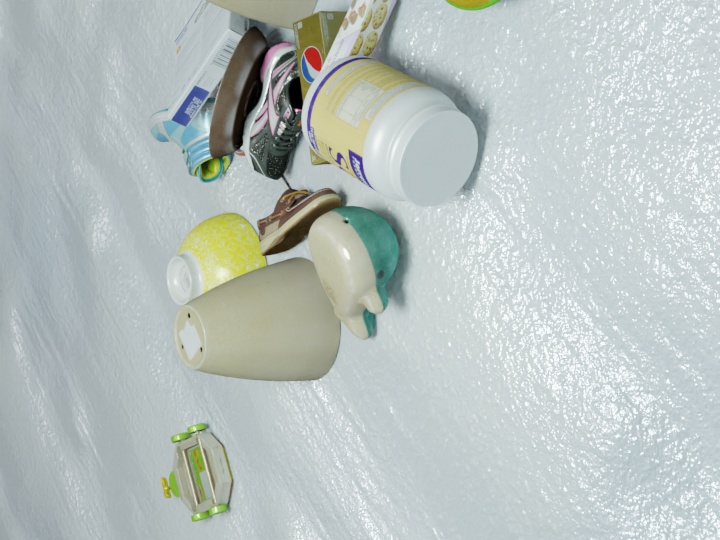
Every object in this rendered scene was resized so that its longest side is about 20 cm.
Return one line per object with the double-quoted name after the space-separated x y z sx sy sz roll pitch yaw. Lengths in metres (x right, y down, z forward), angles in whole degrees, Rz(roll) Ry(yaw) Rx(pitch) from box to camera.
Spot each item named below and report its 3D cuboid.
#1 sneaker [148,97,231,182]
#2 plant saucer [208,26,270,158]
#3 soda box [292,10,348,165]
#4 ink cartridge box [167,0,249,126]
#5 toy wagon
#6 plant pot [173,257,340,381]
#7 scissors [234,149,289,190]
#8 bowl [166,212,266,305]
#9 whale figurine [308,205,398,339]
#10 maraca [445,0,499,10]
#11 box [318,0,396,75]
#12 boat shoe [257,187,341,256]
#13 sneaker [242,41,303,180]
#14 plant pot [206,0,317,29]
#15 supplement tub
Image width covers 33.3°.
-0.280 -0.201 1.962 0.200 0.079 0.131 -10 87 54 "sneaker"
-0.170 -0.254 1.756 0.032 0.200 0.201 20 119 6 "plant saucer"
-0.037 -0.248 1.647 0.068 0.064 0.201 -8 90 53 "soda box"
-0.231 -0.352 1.854 0.200 0.041 0.200 -47 32 37 "ink cartridge box"
-0.290 0.357 2.107 0.200 0.039 0.156 -31 71 51 "toy wagon"
-0.164 0.085 1.761 0.187 0.199 0.188 14 108 50 "plant pot"
-0.146 -0.179 1.843 0.200 0.014 0.073 42 127 42 "scissors"
-0.245 0.011 1.930 0.200 0.107 0.201 14 108 51 "bowl"
0.000 0.000 1.637 0.159 0.104 0.200 44 153 39 "whale figurine"
0.144 -0.371 1.353 0.200 0.107 0.138 -16 91 53 "maraca"
-0.004 -0.300 1.563 0.039 0.041 0.201 34 101 43 "box"
-0.098 -0.086 1.753 0.200 0.072 0.072 -35 70 56 "boat shoe"
-0.110 -0.222 1.737 0.086 0.080 0.201 32 122 43 "sneaker"
-0.164 -0.472 1.680 0.200 0.177 0.200 55 135 32 "plant pot"
0.036 -0.173 1.498 0.200 0.145 0.146 36 123 44 "supplement tub"
